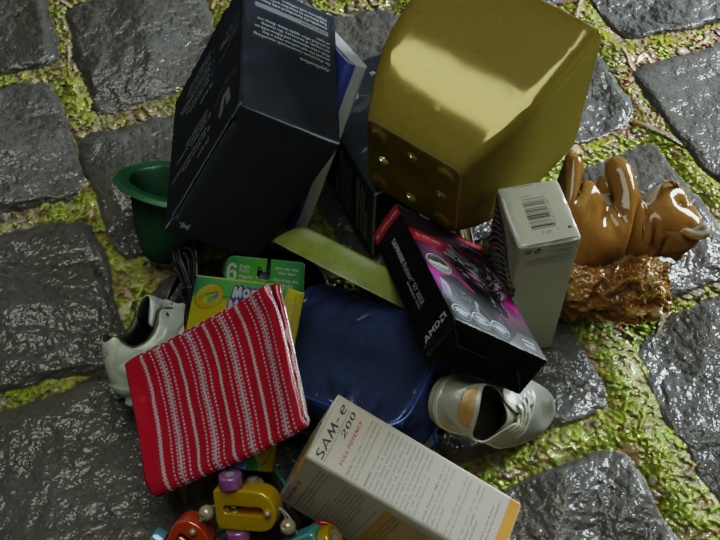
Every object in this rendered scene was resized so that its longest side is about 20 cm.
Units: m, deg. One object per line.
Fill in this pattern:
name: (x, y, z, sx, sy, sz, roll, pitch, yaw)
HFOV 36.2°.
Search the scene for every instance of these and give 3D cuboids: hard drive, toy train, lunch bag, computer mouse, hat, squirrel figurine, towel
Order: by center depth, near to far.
towel: (-0.140, 0.114, 1.035, 0.198, 0.022, 0.147, -27, 65, 28)
toy train: (-0.097, 0.264, 1.045, 0.197, 0.152, 0.056, 26, 24, 9)
lunch bag: (0.009, 0.122, 1.126, 0.197, 0.133, 0.137, 20, 58, 24)
computer mouse: (-0.105, 0.032, 1.192, 0.197, 0.046, 0.142, 11, 51, -32)
hard drive: (-0.057, -0.160, 1.241, 0.025, 0.203, 0.132, 10, 25, -27)
squirrel figurine: (0.302, -0.025, 1.260, 0.183, 0.142, 0.204, 6, 67, -9)
hat: (-0.220, -0.019, 1.297, 0.164, 0.179, 0.199, 22, 24, 32)

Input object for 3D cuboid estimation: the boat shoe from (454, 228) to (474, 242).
boat shoe: (0.103, 0.030, 1.237, 0.066, 0.073, 0.202, -6, 48, -1)

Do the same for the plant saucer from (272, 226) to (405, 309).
plant saucer: (0.000, 0.000, 1.182, 0.198, 0.200, 0.031, 28, 90, 18)

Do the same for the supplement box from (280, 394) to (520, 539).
supplement box: (0.033, 0.215, 1.033, 0.198, 0.126, 0.074, 31, 57, -1)

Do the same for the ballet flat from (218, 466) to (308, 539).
ballet flat: (-0.125, 0.189, 1.119, 0.068, 0.068, 0.201, -31, 59, -7)

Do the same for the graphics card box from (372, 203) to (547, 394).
graphics card box: (0.094, 0.025, 1.094, 0.124, 0.051, 0.201, 25, 26, -30)

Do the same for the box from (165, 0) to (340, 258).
box: (-0.117, -0.159, 1.172, 0.116, 0.197, 0.203, 18, 46, -23)

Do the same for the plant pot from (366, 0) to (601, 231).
plant pot: (0.106, -0.164, 1.146, 0.193, 0.197, 0.201, 31, 65, 17)

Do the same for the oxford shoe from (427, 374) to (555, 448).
oxford shoe: (0.144, 0.143, 1.099, 0.057, 0.198, 0.077, 10, 86, 41)

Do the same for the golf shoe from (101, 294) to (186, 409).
golf shoe: (-0.190, 0.059, 1.173, 0.077, 0.099, 0.200, 3, 33, 42)

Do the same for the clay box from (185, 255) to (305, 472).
clay box: (-0.122, 0.084, 1.072, 0.113, 0.047, 0.204, 4, 82, 37)

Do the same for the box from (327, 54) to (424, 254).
box: (0.058, -0.157, 1.330, 0.194, 0.118, 0.202, -21, 58, -16)

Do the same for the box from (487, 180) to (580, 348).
box: (0.177, 0.001, 1.175, 0.067, 0.202, 0.083, -9, 53, -8)
